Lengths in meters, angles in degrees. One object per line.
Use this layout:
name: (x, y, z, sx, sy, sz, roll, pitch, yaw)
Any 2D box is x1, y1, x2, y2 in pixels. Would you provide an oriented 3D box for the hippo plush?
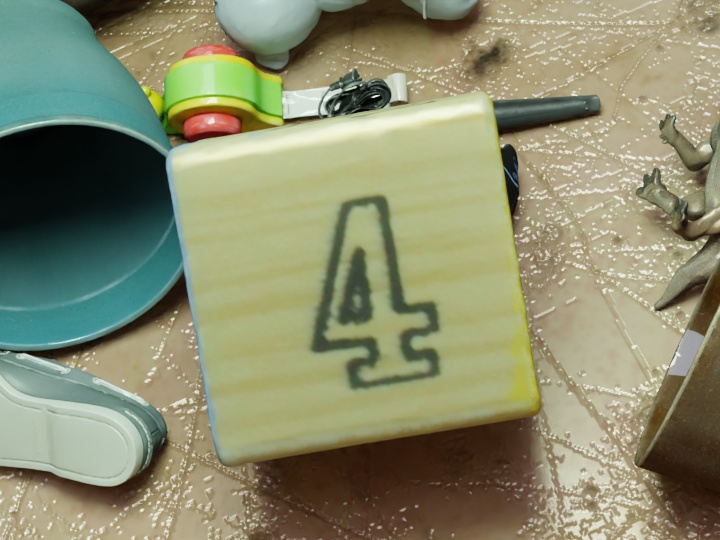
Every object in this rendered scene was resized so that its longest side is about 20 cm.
hippo plush: (-0.018, -0.206, 1.604, 0.160, 0.159, 0.201, -33, 37, 25)

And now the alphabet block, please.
alphabet block: (0.000, 0.000, 1.407, 0.198, 0.195, 0.198, -10, 96, 3)

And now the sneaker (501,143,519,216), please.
sneaker: (0.012, -0.069, 1.550, 0.199, 0.070, 0.078, 15, 61, 8)

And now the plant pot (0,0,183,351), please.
plant pot: (-0.227, -0.082, 1.529, 0.199, 0.201, 0.189, -20, 46, -2)

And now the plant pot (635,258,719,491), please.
plant pot: (0.297, 0.075, 1.371, 0.199, 0.187, 0.188, 24, 67, 5)

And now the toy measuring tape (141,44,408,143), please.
toy measuring tape: (-0.068, -0.127, 1.585, 0.198, 0.074, 0.074, -5, 62, 6)

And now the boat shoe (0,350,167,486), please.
boat shoe: (-0.221, 0.092, 1.512, 0.199, 0.073, 0.062, 16, 22, 24)

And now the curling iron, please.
curling iron: (0.070, -0.113, 1.569, 0.198, 0.050, 0.026, 1, 38, -4)

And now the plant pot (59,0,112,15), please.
plant pot: (-0.196, -0.270, 1.621, 0.199, 0.187, 0.188, -15, 61, -3)

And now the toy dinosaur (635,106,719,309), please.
toy dinosaur: (0.268, -0.058, 1.501, 0.135, 0.086, 0.201, 22, 81, -20)
